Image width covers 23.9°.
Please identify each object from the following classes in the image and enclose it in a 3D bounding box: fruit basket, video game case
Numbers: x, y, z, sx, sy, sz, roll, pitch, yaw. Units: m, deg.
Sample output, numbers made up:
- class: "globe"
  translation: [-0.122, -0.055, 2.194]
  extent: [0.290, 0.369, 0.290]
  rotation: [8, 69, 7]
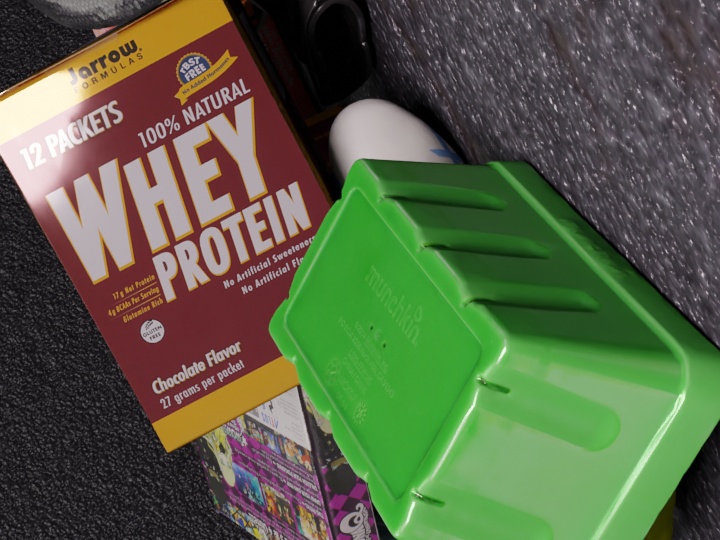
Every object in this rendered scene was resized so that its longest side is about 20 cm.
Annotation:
- class: "fruit basket"
  translation: [0.080, 0.060, 0.733]
  extent: [0.215, 0.156, 0.216]
  rotation: [26, -162, -9]
- class: "video game case"
  translation: [-0.061, 0.103, 1.125]
  extent: [0.200, 0.036, 0.182]
  rotation: [20, 126, 57]

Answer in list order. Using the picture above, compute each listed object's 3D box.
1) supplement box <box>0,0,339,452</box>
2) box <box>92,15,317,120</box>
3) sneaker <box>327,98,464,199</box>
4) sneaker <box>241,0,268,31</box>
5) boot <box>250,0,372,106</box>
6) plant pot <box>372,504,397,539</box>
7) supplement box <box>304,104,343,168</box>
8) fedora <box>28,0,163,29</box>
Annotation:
- class: "supplement box"
  translation: [-0.087, -0.042, 0.919]
  extent: [0.198, 0.132, 0.200]
  rotation: [62, -177, -11]
- class: "box"
  translation: [-0.113, -0.140, 1.286]
  extent: [0.102, 0.094, 0.201]
  rotation: [-16, 101, 57]
- class: "sneaker"
  translation: [0.048, -0.003, 0.856]
  extent: [0.201, 0.072, 0.072]
  rotation: [60, 170, 8]
- class: "sneaker"
  translation: [-0.107, -0.149, 1.115]
  extent: [0.112, 0.077, 0.201]
  rotation: [101, 180, -68]
- class: "boot"
  translation: [-0.045, -0.187, 0.944]
  extent: [0.132, 0.070, 0.200]
  rotation: [56, 180, 29]
- class: "plant pot"
  translation: [0.045, 0.220, 1.206]
  extent: [0.200, 0.199, 0.189]
  rotation: [-131, 31, -62]
- class: "supplement box"
  translation: [0.000, 0.000, 1.121]
  extent: [0.200, 0.085, 0.111]
  rotation: [58, 171, 42]
- class: "fedora"
  translation: [-0.092, -0.209, 0.828]
  extent: [0.091, 0.200, 0.201]
  rotation: [6, -130, -56]
